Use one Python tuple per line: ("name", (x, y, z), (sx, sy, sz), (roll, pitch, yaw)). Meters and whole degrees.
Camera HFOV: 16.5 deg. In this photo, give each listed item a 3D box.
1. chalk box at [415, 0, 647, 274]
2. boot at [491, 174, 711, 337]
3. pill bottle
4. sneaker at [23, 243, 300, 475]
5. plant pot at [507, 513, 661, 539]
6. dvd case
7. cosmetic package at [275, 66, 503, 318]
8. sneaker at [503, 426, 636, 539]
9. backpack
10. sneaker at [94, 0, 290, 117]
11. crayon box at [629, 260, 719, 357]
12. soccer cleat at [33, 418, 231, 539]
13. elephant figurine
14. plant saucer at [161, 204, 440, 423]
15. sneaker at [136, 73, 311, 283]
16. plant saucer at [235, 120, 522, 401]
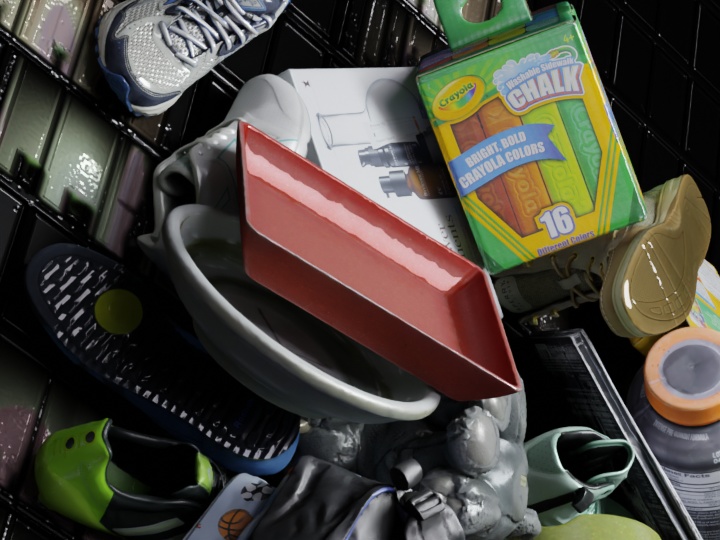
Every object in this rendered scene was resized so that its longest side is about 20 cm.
("chalk box", (0.116, -0.119, 1.807), (0.124, 0.125, 0.200), (-77, 145, -77))
("boot", (0.167, 0.006, 1.836), (0.072, 0.155, 0.200), (64, 28, -18))
("pill bottle", (0.253, 0.122, 1.844), (0.200, 0.106, 0.106), (73, 18, -55))
("sneaker", (-0.127, 0.062, 1.533), (0.200, 0.078, 0.066), (36, 68, 1))
("plant pot", (0.158, 0.273, 1.668), (0.200, 0.200, 0.184), (31, 37, -36))
("dvd case", (0.191, 0.132, 1.825), (0.016, 0.149, 0.200), (-29, 92, -8))
("cosmetic package", (0.011, -0.045, 1.771), (0.151, 0.052, 0.200), (-8, 76, -50))
("sneaker", (0.167, 0.168, 1.777), (0.200, 0.118, 0.074), (22, 52, -43))
("backpack", (-0.036, 0.224, 1.455), (0.200, 0.154, 0.191), (-49, 136, -27))
("sneaker", (-0.105, -0.173, 1.677), (0.077, 0.085, 0.200), (56, 39, -11))
("crayon box", (0.250, 0.036, 1.946), (0.126, 0.052, 0.200), (38, 19, -30))
("soccer cleat", (-0.105, 0.140, 1.498), (0.200, 0.081, 0.068), (26, 51, -40))
("elephant figurine", (0.003, 0.114, 1.623), (0.142, 0.200, 0.155), (-29, 118, -68))
("plant saucer", (-0.046, 0.038, 1.509), (0.200, 0.050, 0.200), (33, 16, -11))
("sneaker", (-0.089, -0.066, 1.648), (0.080, 0.070, 0.200), (38, 44, -25))
("plant saucer", (0.000, 0.000, 1.557), (0.200, 0.037, 0.200), (31, 16, -15))
